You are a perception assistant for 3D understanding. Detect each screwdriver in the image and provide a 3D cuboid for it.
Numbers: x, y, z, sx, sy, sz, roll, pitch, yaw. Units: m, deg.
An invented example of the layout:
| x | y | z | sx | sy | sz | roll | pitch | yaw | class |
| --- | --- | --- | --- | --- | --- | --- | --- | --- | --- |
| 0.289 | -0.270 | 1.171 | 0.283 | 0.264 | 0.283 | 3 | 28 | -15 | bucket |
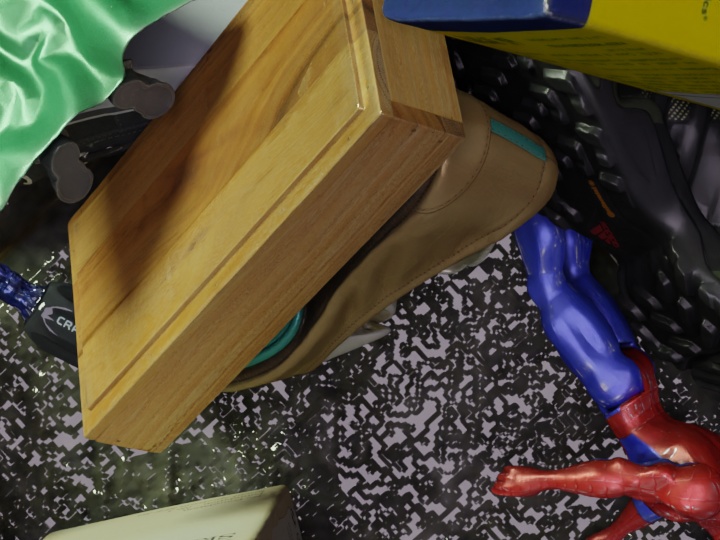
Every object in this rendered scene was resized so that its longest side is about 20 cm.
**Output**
| x | y | z | sx | sy | sz | roll | pitch | yaw | class |
| --- | --- | --- | --- | --- | --- | --- | --- | --- | --- |
| -0.156 | -0.009 | 0.843 | 0.200 | 0.028 | 0.029 | 34 | 119 | -16 | screwdriver |

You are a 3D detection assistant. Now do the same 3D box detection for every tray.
| x | y | z | sx | sy | sz | roll | pitch | yaw | class |
| --- | --- | --- | --- | --- | --- | --- | --- | --- | --- |
| -0.041 | -0.030 | 0.774 | 0.037 | 0.099 | 0.200 | 15 | 138 | -31 | tray |

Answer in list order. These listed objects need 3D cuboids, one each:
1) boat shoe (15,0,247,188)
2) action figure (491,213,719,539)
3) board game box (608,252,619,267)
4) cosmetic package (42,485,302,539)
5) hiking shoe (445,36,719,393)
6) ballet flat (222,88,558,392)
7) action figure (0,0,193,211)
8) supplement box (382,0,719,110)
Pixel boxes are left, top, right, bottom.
| x | y | z | sx | sy | sz | roll | pitch | yaw | class |
| --- | --- | --- | --- | --- | --- | --- | --- | --- | --- |
| -0.095 | -0.074 | 0.843 | 0.200 | 0.057 | 0.069 | -16 | 55 | 6 | boat shoe |
| 0.073 | 0.048 | 0.832 | 0.099 | 0.065 | 0.200 | -38 | 79 | 24 | action figure |
| 0.096 | -0.088 | 0.829 | 0.105 | 0.023 | 0.200 | -37 | 91 | -21 | board game box |
| -0.076 | 0.134 | 0.783 | 0.103 | 0.200 | 0.073 | -12 | 92 | 4 | cosmetic package |
| 0.105 | -0.055 | 0.785 | 0.101 | 0.076 | 0.200 | -41 | 99 | -30 | hiking shoe |
| 0.000 | 0.000 | 0.802 | 0.063 | 0.200 | 0.069 | 14 | 62 | -27 | ballet flat |
| -0.150 | -0.107 | 0.808 | 0.118 | 0.055 | 0.200 | -44 | 61 | -3 | action figure |
| 0.126 | -0.107 | 0.688 | 0.200 | 0.109 | 0.110 | 12 | 90 | -25 | supplement box |
